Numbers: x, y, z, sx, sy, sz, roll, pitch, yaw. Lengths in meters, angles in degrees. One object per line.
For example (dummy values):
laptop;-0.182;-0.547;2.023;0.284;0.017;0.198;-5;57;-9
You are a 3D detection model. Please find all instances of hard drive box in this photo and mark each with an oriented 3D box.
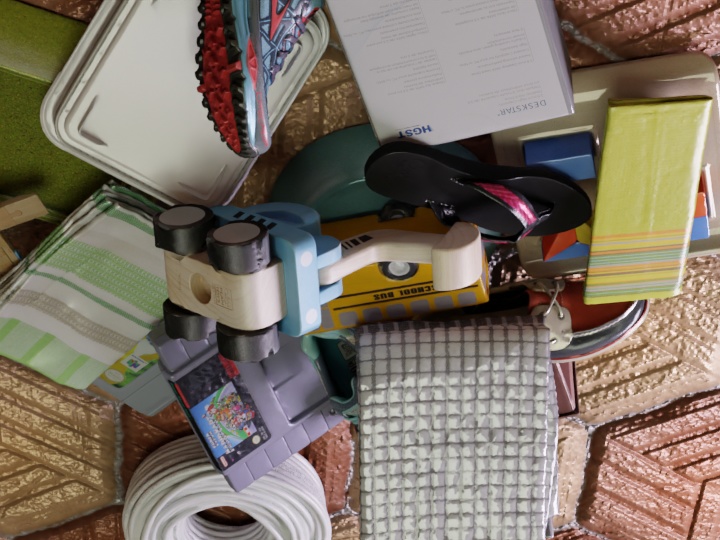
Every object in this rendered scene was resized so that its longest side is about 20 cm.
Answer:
hard drive box;0.062;-0.197;1.487;0.155;0.077;0.200;-11;130;12

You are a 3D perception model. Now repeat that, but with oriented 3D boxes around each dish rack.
dish rack;-0.133;-0.145;1.522;0.171;0.044;0.200;28;106;-20

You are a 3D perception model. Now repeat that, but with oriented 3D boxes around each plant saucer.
plant saucer;-0.246;-0.108;1.597;0.200;0.048;0.200;17;130;-13
plant saucer;0.021;-0.034;1.663;0.199;0.036;0.200;1;132;1

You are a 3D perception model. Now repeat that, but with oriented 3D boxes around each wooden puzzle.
wooden puzzle;0.207;-0.075;1.613;0.185;0.046;0.200;-8;131;10

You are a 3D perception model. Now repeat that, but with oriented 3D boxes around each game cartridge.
game cartridge;-0.098;0.096;1.741;0.130;0.038;0.200;-37;133;-15
game cartridge;-0.209;0.045;1.733;0.133;0.041;0.200;-38;125;26

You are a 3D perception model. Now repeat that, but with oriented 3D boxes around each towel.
towel;0.227;-0.055;1.584;0.086;0.018;0.200;-5;130;-8
towel;-0.218;0.021;1.645;0.200;0.031;0.149;-41;133;23
towel;0.077;0.139;1.626;0.165;0.086;0.201;-2;101;-3

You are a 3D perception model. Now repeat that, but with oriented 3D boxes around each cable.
cable;-0.127;0.238;1.890;0.199;0.069;0.200;-1;131;2

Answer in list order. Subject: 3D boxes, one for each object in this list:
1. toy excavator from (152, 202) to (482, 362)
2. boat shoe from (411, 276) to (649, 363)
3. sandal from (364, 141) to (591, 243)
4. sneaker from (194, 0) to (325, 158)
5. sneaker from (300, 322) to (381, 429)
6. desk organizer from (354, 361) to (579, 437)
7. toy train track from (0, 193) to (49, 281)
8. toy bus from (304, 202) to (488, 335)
toy excavator;-0.033;-0.009;1.534;0.194;0.200;0.100;19;124;42
boat shoe;0.143;0.039;1.675;0.200;0.071;0.063;-12;144;13
sandal;0.094;-0.051;1.562;0.200;0.045;0.075;12;138;-27
sneaker;-0.067;-0.183;1.452;0.095;0.079;0.201;-4;94;-24
sneaker;0.013;0.121;1.697;0.078;0.086;0.200;-43;77;21
desk organizer;0.086;0.098;1.756;0.200;0.072;0.077;-14;128;13
toy train track;-0.294;-0.019;1.630;0.114;0.033;0.200;-19;135;10
toy bus;0.000;0.000;1.627;0.199;0.065;0.078;-11;132;10
